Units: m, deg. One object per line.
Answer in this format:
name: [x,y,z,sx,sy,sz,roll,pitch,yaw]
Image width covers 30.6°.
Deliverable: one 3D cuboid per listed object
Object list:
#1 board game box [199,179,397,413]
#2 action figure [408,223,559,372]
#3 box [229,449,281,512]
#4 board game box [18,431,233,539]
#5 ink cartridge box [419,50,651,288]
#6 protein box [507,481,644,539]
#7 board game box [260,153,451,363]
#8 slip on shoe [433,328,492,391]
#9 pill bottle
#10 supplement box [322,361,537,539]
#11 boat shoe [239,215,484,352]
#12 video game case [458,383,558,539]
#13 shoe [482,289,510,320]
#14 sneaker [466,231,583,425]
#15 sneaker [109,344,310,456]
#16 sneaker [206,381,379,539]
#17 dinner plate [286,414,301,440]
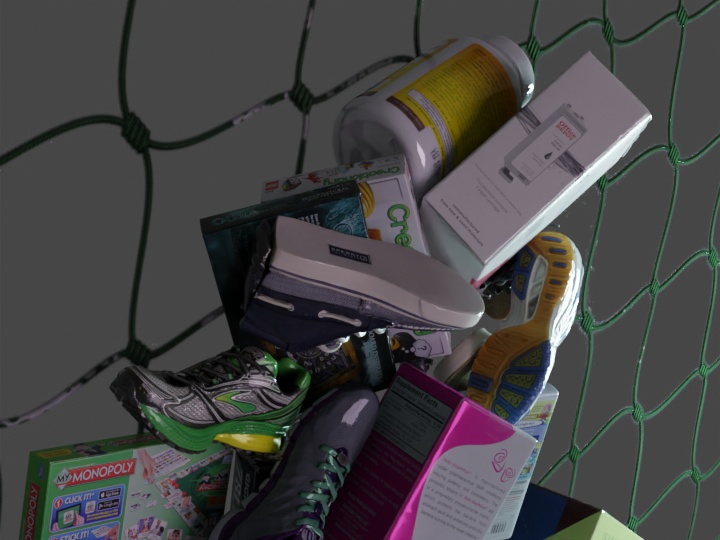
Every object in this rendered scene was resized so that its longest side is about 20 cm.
board game box: [-0.047,0.030,1.111,0.133,0.028,0.202,-14,123,-4]
action figure: [0.098,-0.001,1.290,0.200,0.102,0.119,-44,134,-11]
box: [-0.027,0.251,1.191,0.196,0.050,0.203,-2,107,-33]
board game box: [-0.186,0.201,1.061,0.199,0.029,0.136,-2,103,-51]
ink cartridge box: [0.149,-0.083,1.174,0.200,0.083,0.147,-42,172,-8]
protein box: [0.232,0.380,1.569,0.200,0.134,0.201,37,73,-50]
board game box: [0.000,0.000,1.149,0.035,0.125,0.202,-89,165,-53]
slip on shoe: [0.121,0.117,1.333,0.076,0.061,0.200,-39,160,-9]
pill bottle: [0.072,-0.141,1.194,0.199,0.108,0.110,-37,130,-37]
supplement box: [0.046,0.198,1.130,0.101,0.103,0.201,32,88,-34]
boat shoe: [-0.005,0.028,1.067,0.198,0.075,0.093,19,122,-13]
video game case: [0.092,0.200,1.306,0.198,0.022,0.184,-2,118,-32]
shoe: [0.153,-0.047,1.362,0.053,0.070,0.203,-18,115,-38]
sneaker: [0.168,0.067,1.258,0.088,0.075,0.202,28,85,-61]
sneaker: [-0.119,0.092,1.053,0.199,0.078,0.086,11,112,-55]
sneaker: [-0.038,0.188,1.078,0.201,0.087,0.074,-52,128,-4]
dinner plate: [-0.049,0.209,1.242,0.199,0.024,0.203,-24,122,-45]
